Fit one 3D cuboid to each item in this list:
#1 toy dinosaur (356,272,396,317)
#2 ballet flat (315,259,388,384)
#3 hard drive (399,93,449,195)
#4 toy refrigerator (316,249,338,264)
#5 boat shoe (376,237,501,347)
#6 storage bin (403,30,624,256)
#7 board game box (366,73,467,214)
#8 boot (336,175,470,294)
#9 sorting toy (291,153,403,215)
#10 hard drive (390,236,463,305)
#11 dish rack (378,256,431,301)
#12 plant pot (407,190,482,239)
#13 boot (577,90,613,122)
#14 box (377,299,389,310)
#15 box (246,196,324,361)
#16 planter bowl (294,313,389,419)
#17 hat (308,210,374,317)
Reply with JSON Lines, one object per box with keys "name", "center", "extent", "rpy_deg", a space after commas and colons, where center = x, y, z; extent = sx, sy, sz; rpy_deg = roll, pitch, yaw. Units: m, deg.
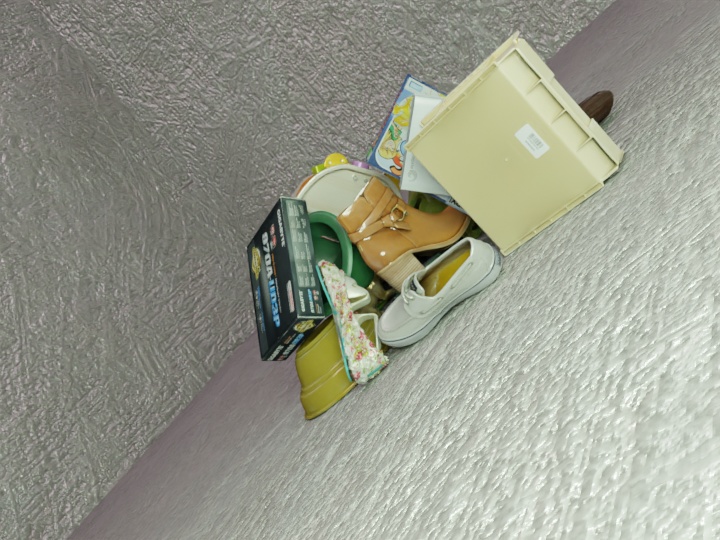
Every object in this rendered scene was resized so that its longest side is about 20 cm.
{"name": "toy dinosaur", "center": [0.022, 0.028, 1.333], "extent": [0.058, 0.100, 0.203], "rpy_deg": [32, 109, 51]}
{"name": "ballet flat", "center": [-0.009, 0.065, 1.130], "extent": [0.063, 0.202, 0.076], "rpy_deg": [-20, -32, 3]}
{"name": "hard drive", "center": [0.161, -0.167, 1.137], "extent": [0.027, 0.196, 0.134], "rpy_deg": [-92, 10, -68]}
{"name": "toy refrigerator", "center": [-0.062, -0.066, 1.407], "extent": [0.075, 0.070, 0.201], "rpy_deg": [-34, 39, 2]}
{"name": "boat shoe", "center": [0.084, 0.026, 1.030], "extent": [0.199, 0.069, 0.072], "rpy_deg": [-36, 46, 29]}
{"name": "storage bin", "center": [0.193, -0.158, 1.022], "extent": [0.198, 0.200, 0.094], "rpy_deg": [-39, 9, 38]}
{"name": "board game box", "center": [0.124, -0.173, 1.168], "extent": [0.137, 0.198, 0.035], "rpy_deg": [-62, 10, 20]}
{"name": "boot", "center": [0.069, -0.080, 1.196], "extent": [0.200, 0.155, 0.074], "rpy_deg": [-47, 7, -33]}
{"name": "sorting toy", "center": [-0.023, -0.138, 1.390], "extent": [0.180, 0.197, 0.109], "rpy_deg": [-140, 66, -73]}
{"name": "hard drive", "center": [0.102, 0.024, 1.182], "extent": [0.139, 0.038, 0.200], "rpy_deg": [-42, 7, 15]}
{"name": "dish rack", "center": [0.046, -0.036, 1.505], "extent": [0.153, 0.055, 0.200], "rpy_deg": [-37, 28, -10]}
{"name": "plant pot", "center": [0.155, -0.141, 1.366], "extent": [0.200, 0.200, 0.185], "rpy_deg": [-40, 18, 32]}
{"name": "boot", "center": [0.300, -0.191, 1.254], "extent": [0.186, 0.064, 0.200], "rpy_deg": [-41, 3, 39]}
{"name": "box", "center": [0.035, 0.033, 1.554], "extent": [0.200, 0.048, 0.117], "rpy_deg": [-45, 6, -28]}
{"name": "box", "center": [-0.118, 0.016, 1.242], "extent": [0.045, 0.203, 0.159], "rpy_deg": [4, -29, -28]}
{"name": "planter bowl", "center": [-0.040, 0.123, 1.232], "extent": [0.200, 0.084, 0.200], "rpy_deg": [-43, 6, 5]}
{"name": "hat", "center": [0.000, 0.000, 1.294], "extent": [0.199, 0.174, 0.169], "rpy_deg": [17, 98, 49]}
